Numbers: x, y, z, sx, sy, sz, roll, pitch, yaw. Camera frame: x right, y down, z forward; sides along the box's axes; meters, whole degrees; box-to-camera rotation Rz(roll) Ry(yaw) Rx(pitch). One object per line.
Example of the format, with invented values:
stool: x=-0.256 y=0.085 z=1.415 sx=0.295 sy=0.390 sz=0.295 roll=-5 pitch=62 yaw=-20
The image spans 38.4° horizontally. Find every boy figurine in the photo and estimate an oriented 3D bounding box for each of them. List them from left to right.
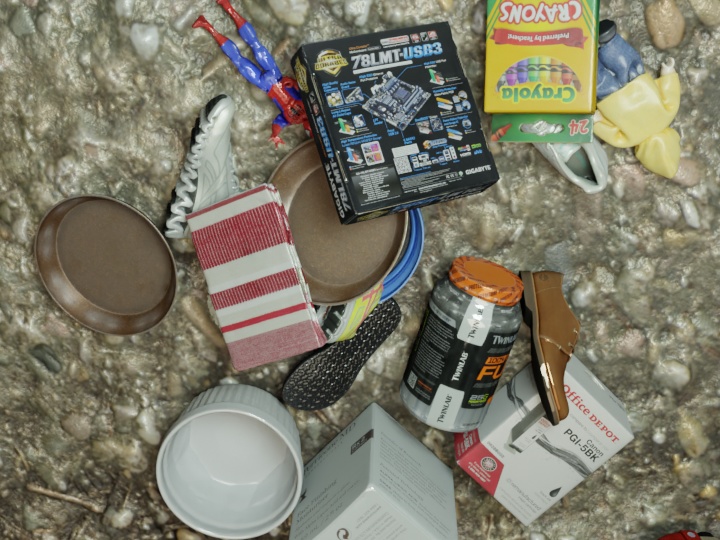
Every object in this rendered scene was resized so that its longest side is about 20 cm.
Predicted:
boy figurine: x=0.328 y=-0.201 z=1.232 sx=0.124 sy=0.065 sz=0.200 roll=-37 pitch=107 yaw=15

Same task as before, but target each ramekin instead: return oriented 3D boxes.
ramekin: x=-0.171 y=0.252 z=1.408 sx=0.196 sy=0.105 sz=0.204 roll=1 pitch=112 yaw=2

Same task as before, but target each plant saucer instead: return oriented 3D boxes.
plant saucer: x=-0.321 y=-0.010 z=1.328 sx=0.196 sy=0.035 sz=0.204 roll=6 pitch=118 yaw=12
plant saucer: x=-0.029 y=-0.059 z=1.230 sx=0.197 sy=0.037 sz=0.205 roll=-3 pitch=84 yaw=25

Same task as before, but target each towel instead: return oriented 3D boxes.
towel: x=-0.127 y=0.010 z=1.237 sx=0.142 sy=0.023 sz=0.203 roll=-16 pitch=93 yaw=33

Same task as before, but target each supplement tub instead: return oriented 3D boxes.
supplement tub: x=0.132 y=0.093 z=1.325 sx=0.120 sy=0.123 sz=0.203 roll=15 pitch=112 yaw=-5

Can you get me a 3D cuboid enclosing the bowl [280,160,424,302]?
bowl: x=-0.017 y=-0.050 z=1.316 sx=0.196 sy=0.039 sz=0.204 roll=1 pitch=112 yaw=2

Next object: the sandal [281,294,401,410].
sandal: x=-0.024 y=0.110 z=1.385 sx=0.200 sy=0.045 sz=0.075 roll=-45 pitch=111 yaw=2

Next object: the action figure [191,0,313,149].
action figure: x=-0.115 y=-0.225 z=1.221 sx=0.065 sy=0.099 sz=0.200 roll=-38 pitch=109 yaw=17

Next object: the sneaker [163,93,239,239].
sneaker: x=-0.183 y=-0.123 z=1.280 sx=0.080 sy=0.076 sz=0.202 roll=16 pitch=120 yaw=-13

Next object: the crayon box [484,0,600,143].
crayon box: x=0.207 y=-0.248 z=1.176 sx=0.125 sy=0.051 sz=0.204 roll=2 pitch=95 yaw=19

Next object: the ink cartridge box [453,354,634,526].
ink cartridge box: x=0.244 y=0.221 z=1.394 sx=0.146 sy=0.083 sz=0.200 roll=41 pitch=108 yaw=-13

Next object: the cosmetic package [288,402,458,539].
cosmetic package: x=0.019 y=0.325 z=1.380 sx=0.165 sy=0.201 sz=0.165 roll=42 pitch=108 yaw=-15

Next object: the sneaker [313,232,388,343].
sneaker: x=0.000 y=0.000 z=1.283 sx=0.078 sy=0.090 sz=0.202 roll=33 pitch=95 yaw=31

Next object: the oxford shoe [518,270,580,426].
oxford shoe: x=0.246 y=0.093 z=1.302 sx=0.070 sy=0.071 sz=0.204 roll=-5 pitch=71 yaw=1

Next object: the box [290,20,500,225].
box: x=0.041 y=-0.170 z=1.169 sx=0.197 sy=0.050 sz=0.202 roll=-15 pitch=81 yaw=-27

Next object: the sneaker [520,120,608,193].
sneaker: x=0.233 y=-0.173 z=1.238 sx=0.200 sy=0.080 sz=0.070 roll=43 pitch=109 yaw=-13

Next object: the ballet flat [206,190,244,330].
ballet flat: x=-0.152 y=-0.002 z=1.301 sx=0.070 sy=0.072 sz=0.202 roll=12 pitch=128 yaw=-3

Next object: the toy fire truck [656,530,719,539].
toy fire truck: x=0.413 y=0.452 z=1.476 sx=0.196 sy=0.129 sz=0.179 roll=7 pitch=112 yaw=-12
